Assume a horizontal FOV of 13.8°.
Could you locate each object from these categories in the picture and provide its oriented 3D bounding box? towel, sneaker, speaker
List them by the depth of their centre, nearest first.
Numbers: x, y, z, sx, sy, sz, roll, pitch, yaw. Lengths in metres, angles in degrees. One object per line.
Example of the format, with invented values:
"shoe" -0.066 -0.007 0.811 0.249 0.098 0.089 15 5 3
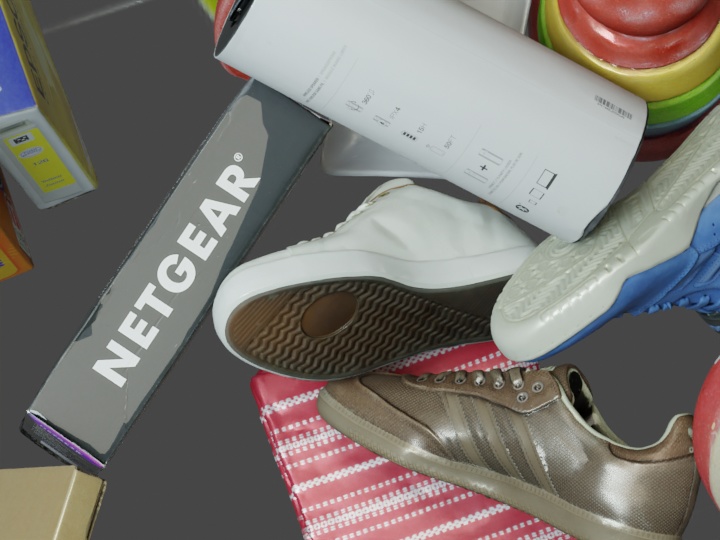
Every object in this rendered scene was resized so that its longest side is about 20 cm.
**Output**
"speaker" 0.033 -0.092 1.417 0.200 0.081 0.081 27 79 -10
"sneaker" 0.076 0.075 1.447 0.200 0.070 0.076 22 94 23
"sneaker" 0.000 0.000 1.464 0.200 0.073 0.085 -4 45 -39
"sneaker" 0.162 0.008 1.470 0.200 0.077 0.111 -40 115 -19
"towel" 0.041 0.117 1.505 0.144 0.022 0.200 -20 76 -2

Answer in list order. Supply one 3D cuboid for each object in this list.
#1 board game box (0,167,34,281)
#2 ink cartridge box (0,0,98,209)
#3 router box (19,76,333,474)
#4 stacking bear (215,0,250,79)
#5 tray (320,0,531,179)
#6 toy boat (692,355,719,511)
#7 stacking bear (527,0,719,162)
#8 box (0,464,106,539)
"board game box" -0.305 -0.079 1.499 0.199 0.200 0.200 -20 74 0
"ink cartridge box" -0.200 -0.149 1.506 0.047 0.200 0.198 -20 75 -1
"router box" -0.095 0.007 1.479 0.051 0.149 0.200 33 81 -3
"stacking bear" -0.020 -0.214 1.537 0.121 0.114 0.200 -5 57 3
"tray" 0.046 -0.141 1.558 0.107 0.022 0.201 3 74 30
"toy boat" 0.237 0.071 1.427 0.131 0.200 0.131 -52 43 18
"stacking bear" 0.139 -0.134 1.467 0.121 0.200 0.114 -1 75 6
"box" -0.189 0.193 1.446 0.021 0.163 0.200 22 77 -24
